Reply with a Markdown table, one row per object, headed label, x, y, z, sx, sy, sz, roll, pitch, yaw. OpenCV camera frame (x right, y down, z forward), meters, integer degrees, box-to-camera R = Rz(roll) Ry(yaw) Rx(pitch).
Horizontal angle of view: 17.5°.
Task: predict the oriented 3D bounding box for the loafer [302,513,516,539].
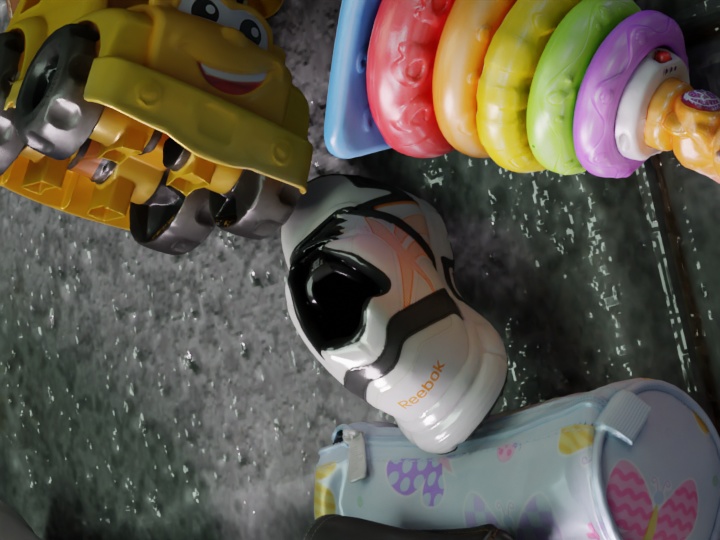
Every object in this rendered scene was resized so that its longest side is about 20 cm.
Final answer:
| label | x | y | z | sx | sy | sz | roll | pitch | yaw |
| --- | --- | --- | --- | --- | --- | --- | --- | --- | --- |
| loafer | -0.001 | 0.137 | 0.986 | 0.072 | 0.073 | 0.200 | 52 | 142 | -4 |

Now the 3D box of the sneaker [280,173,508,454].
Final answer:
| label | x | y | z | sx | sy | sz | roll | pitch | yaw |
| --- | --- | --- | --- | --- | --- | --- | --- | --- | --- |
| sneaker | 0.000 | 0.000 | 1.034 | 0.074 | 0.080 | 0.200 | -51 | 30 | 9 |

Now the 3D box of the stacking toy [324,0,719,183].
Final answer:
| label | x | y | z | sx | sy | sz | roll | pitch | yaw |
| --- | --- | --- | --- | --- | --- | --- | --- | --- | --- |
| stacking toy | 0.091 | -0.076 | 0.950 | 0.199 | 0.116 | 0.110 | 25 | 115 | 32 |

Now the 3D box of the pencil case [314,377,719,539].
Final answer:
| label | x | y | z | sx | sy | sz | roll | pitch | yaw |
| --- | --- | --- | --- | --- | --- | --- | --- | --- | --- |
| pencil case | 0.065 | 0.097 | 1.013 | 0.199 | 0.083 | 0.091 | -12 | 106 | 50 |

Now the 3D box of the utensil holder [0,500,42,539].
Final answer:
| label | x | y | z | sx | sy | sz | roll | pitch | yaw |
| --- | --- | --- | --- | --- | --- | --- | --- | --- | --- |
| utensil holder | -0.193 | 0.240 | 1.290 | 0.200 | 0.169 | 0.171 | 29 | 119 | 40 |

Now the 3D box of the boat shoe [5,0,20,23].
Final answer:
| label | x | y | z | sx | sy | sz | roll | pitch | yaw |
| --- | --- | --- | --- | --- | --- | --- | --- | --- | --- |
| boat shoe | -0.186 | -0.203 | 1.264 | 0.072 | 0.068 | 0.202 | 8 | 104 | 47 |

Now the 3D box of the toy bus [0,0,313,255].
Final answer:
| label | x | y | z | sx | sy | sz | roll | pitch | yaw |
| --- | --- | --- | --- | --- | --- | --- | --- | --- | --- |
| toy bus | -0.093 | -0.118 | 1.116 | 0.200 | 0.135 | 0.193 | -6 | 63 | 60 |
